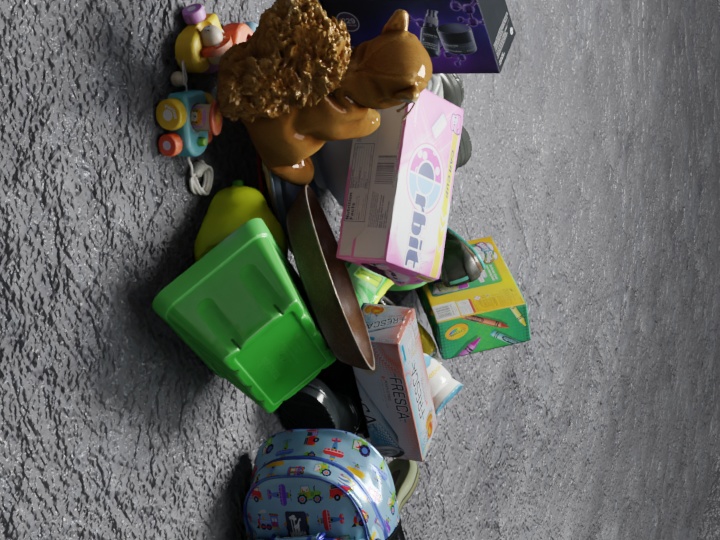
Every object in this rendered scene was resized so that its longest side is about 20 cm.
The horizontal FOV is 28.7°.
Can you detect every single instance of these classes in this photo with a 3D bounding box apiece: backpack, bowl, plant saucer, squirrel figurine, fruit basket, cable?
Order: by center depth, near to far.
[{"bbox_3d":[-0.031,-0.185,1.363,0.200,0.185,0.143,23,61,-58],"label":"squirrel figurine"},{"bbox_3d":[-0.124,0.014,1.416,0.155,0.216,0.216,-38,141,-5],"label":"fruit basket"},{"bbox_3d":[-0.034,0.012,1.445,0.200,0.034,0.202,-20,90,-86],"label":"plant saucer"},{"bbox_3d":[-0.046,0.279,1.529,0.135,0.181,0.202,-50,134,-59],"label":"backpack"},{"bbox_3d":[-0.010,-0.147,1.616,0.201,0.089,0.203,-7,90,-79],"label":"bowl"},{"bbox_3d":[0.034,0.040,1.790,0.050,0.097,0.201,-36,116,-14],"label":"cable"}]

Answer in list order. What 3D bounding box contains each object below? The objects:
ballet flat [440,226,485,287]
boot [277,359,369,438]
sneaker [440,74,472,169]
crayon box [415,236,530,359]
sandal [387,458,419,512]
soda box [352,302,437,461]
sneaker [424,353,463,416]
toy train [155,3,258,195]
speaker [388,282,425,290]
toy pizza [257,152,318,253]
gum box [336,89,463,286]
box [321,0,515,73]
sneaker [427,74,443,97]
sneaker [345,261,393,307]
[{"bbox_3d":[0.098,-0.040,1.868,0.068,0.068,0.200,58,0,-32],"label":"ballet flat"},{"bbox_3d":[-0.026,0.137,1.673,0.199,0.073,0.163,72,35,-50],"label":"boot"},{"bbox_3d":[0.097,-0.198,1.889,0.091,0.075,0.201,-54,138,-36],"label":"sneaker"},{"bbox_3d":[0.142,0.032,1.852,0.200,0.117,0.059,-107,-174,-62],"label":"crayon box"},{"bbox_3d":[0.015,0.301,1.791,0.058,0.079,0.202,59,33,-23],"label":"sandal"},{"bbox_3d":[0.039,0.133,1.659,0.064,0.068,0.201,-63,150,-43],"label":"soda box"},{"bbox_3d":[0.067,0.158,1.808,0.076,0.081,0.200,-42,174,-27],"label":"sneaker"},{"bbox_3d":[-0.137,-0.183,1.424,0.150,0.055,0.202,49,50,-55],"label":"toy train"},{"bbox_3d":[0.043,-0.081,1.774,0.088,0.088,0.202,-41,129,-55],"label":"speaker"},{"bbox_3d":[-0.083,-0.112,1.535,0.200,0.031,0.203,-7,90,-80],"label":"toy pizza"},{"bbox_3d":[0.043,-0.089,1.492,0.113,0.066,0.202,18,79,-55],"label":"gum box"},{"bbox_3d":[0.067,-0.307,1.663,0.079,0.198,0.142,-65,146,-36],"label":"box"},{"bbox_3d":[0.070,-0.156,1.826,0.070,0.079,0.203,-105,-167,-86],"label":"sneaker"},{"bbox_3d":[0.000,0.000,1.670,0.200,0.074,0.084,-46,126,-17],"label":"sneaker"}]
